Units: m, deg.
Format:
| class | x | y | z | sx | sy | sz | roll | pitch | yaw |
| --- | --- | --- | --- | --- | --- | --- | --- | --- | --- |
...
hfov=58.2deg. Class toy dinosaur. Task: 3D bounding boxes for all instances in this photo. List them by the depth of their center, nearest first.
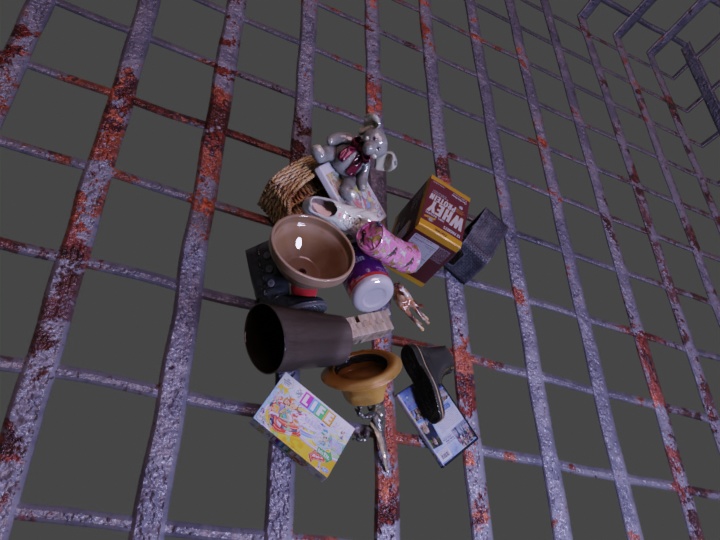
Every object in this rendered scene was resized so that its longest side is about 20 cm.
| class | x | y | z | sx | sy | sz | roll | pitch | yaw |
| --- | --- | --- | --- | --- | --- | --- | --- | --- | --- |
| toy dinosaur | 0.026 | 0.350 | 1.463 | 0.087 | 0.047 | 0.203 | 14 | 56 | -32 |

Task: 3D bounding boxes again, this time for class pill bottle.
| class | x | y | z | sx | sy | sz | roll | pitch | yaw |
| --- | --- | --- | --- | --- | --- | --- | --- | --- | --- |
| pill bottle | 0.000 | 0.000 | 1.620 | 0.111 | 0.113 | 0.201 | 3 | 39 | -30 |

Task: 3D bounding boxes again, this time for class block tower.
| class | x | y | z | sx | sy | sz | roll | pitch | yaw |
| --- | --- | --- | --- | --- | --- | --- | --- | --- | --- |
| block tower | -0.008 | 0.145 | 1.574 | 0.198 | 0.054 | 0.058 | -11 | 66 | -36 |

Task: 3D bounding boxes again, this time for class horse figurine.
| class | x | y | z | sx | sy | sz | roll | pitch | yaw |
| --- | --- | --- | --- | --- | --- | --- | --- | --- | --- |
| horse figurine | 0.124 | 0.087 | 1.650 | 0.133 | 0.050 | 0.200 | 50 | 5 | 1 |

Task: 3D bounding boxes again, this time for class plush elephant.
| class | x | y | z | sx | sy | sz | roll | pitch | yaw |
| --- | --- | --- | --- | --- | --- | --- | --- | --- | --- |
| plush elephant | 0.004 | -0.296 | 1.621 | 0.166 | 0.154 | 0.200 | 55 | 34 | -11 |

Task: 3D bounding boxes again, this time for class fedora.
| class | x | y | z | sx | sy | sz | roll | pitch | yaw |
| --- | --- | --- | --- | --- | --- | --- | --- | --- | --- |
| fedora | 0.007 | 0.249 | 1.459 | 0.199 | 0.199 | 0.083 | -27 | 112 | -41 |

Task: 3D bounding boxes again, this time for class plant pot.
| class | x | y | z | sx | sy | sz | roll | pitch | yaw |
| --- | --- | --- | --- | --- | --- | --- | --- | --- | --- |
| plant pot | -0.119 | -0.024 | 1.459 | 0.198 | 0.093 | 0.203 | 16 | 42 | -15 |

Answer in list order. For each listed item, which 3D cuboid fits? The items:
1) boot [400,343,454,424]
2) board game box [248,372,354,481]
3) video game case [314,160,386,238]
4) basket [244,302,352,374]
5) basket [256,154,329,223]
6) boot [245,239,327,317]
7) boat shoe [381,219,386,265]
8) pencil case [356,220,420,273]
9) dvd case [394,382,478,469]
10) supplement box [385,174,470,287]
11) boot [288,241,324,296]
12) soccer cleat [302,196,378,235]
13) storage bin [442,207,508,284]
| class | x | y | z | sx | sy | sz | roll | pitch | yaw |
| --- | --- | --- | --- | --- | --- | --- | --- | --- | --- |
| boot | 0.195 | 0.268 | 1.583 | 0.137 | 0.077 | 0.203 | 2 | 58 | -36 |
| board game box | -0.123 | 0.333 | 1.386 | 0.199 | 0.034 | 0.135 | 39 | 47 | -3 |
| video game case | -0.021 | -0.199 | 1.681 | 0.202 | 0.023 | 0.182 | 60 | 33 | -6 |
| basket | -0.127 | 0.149 | 1.406 | 0.198 | 0.138 | 0.180 | 6 | 18 | -39 |
| basket | -0.138 | -0.192 | 1.663 | 0.149 | 0.143 | 0.199 | 48 | 48 | 7 |
| boot | -0.175 | 0.020 | 1.512 | 0.162 | 0.066 | 0.203 | -13 | 61 | -3 |
| boat shoe | 0.054 | -0.090 | 1.768 | 0.075 | 0.071 | 0.203 | 19 | 50 | -35 |
| pencil case | 0.073 | -0.056 | 1.593 | 0.199 | 0.082 | 0.088 | 28 | 81 | -51 |
| dvd case | 0.187 | 0.358 | 1.573 | 0.142 | 0.018 | 0.201 | -23 | 72 | -41 |
| supplement box | 0.180 | -0.107 | 1.764 | 0.131 | 0.200 | 0.199 | 28 | 49 | -12 |
| boot | -0.111 | -0.010 | 1.555 | 0.072 | 0.144 | 0.202 | 24 | 50 | -16 |
| soccer cleat | -0.045 | -0.132 | 1.561 | 0.197 | 0.077 | 0.071 | 15 | 83 | -15 |
| storage bin | 0.334 | -0.072 | 1.878 | 0.093 | 0.135 | 0.200 | 40 | 47 | -1 |
